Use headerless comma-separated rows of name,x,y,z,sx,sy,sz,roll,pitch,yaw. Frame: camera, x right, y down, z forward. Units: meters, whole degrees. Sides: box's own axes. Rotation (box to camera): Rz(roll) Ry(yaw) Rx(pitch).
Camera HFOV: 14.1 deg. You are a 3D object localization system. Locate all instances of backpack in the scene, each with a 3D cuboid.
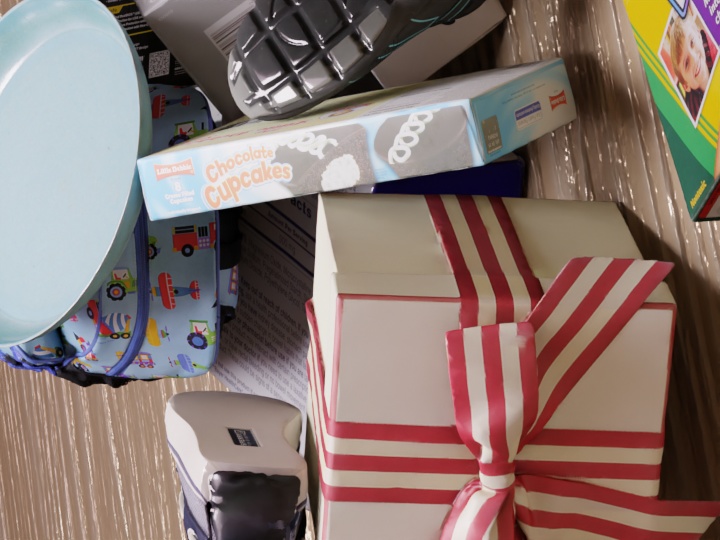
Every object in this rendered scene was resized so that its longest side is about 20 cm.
backpack,-0.140,-0.021,1.669,0.200,0.134,0.183,-177,85,-75

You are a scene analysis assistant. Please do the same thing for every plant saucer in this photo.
plant saucer,-0.173,-0.054,1.590,0.200,0.027,0.200,-16,67,45

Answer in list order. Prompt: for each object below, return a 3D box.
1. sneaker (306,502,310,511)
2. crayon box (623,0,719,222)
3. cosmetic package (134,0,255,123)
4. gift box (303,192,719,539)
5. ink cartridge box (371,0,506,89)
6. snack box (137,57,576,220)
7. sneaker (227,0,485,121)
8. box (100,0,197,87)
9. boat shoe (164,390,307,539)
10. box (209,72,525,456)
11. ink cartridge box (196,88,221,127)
sneaker,-0.021,0.067,1.881,0.082,0.075,0.200,25,125,53
crayon box,0.174,-0.147,1.249,0.200,0.058,0.173,114,146,-55
cosmetic package,-0.085,-0.169,1.665,0.107,0.090,0.200,49,-172,-32
gift box,0.072,0.059,1.420,0.187,0.200,0.185,-100,8,-69
ink cartridge box,-0.017,-0.213,1.620,0.200,0.083,0.147,57,-176,36
snack box,-0.002,-0.068,1.505,0.200,0.116,0.037,-8,100,30
sneaker,0.021,-0.139,1.493,0.079,0.200,0.075,29,-153,-58
box,-0.109,-0.199,1.855,0.049,0.200,0.160,22,119,42
boat shoe,-0.066,0.122,1.469,0.200,0.075,0.093,-107,23,-80
box,0.000,0.000,1.683,0.184,0.105,0.200,38,131,51
ink cartridge box,-0.119,-0.105,1.988,0.083,0.147,0.200,-161,67,-68
